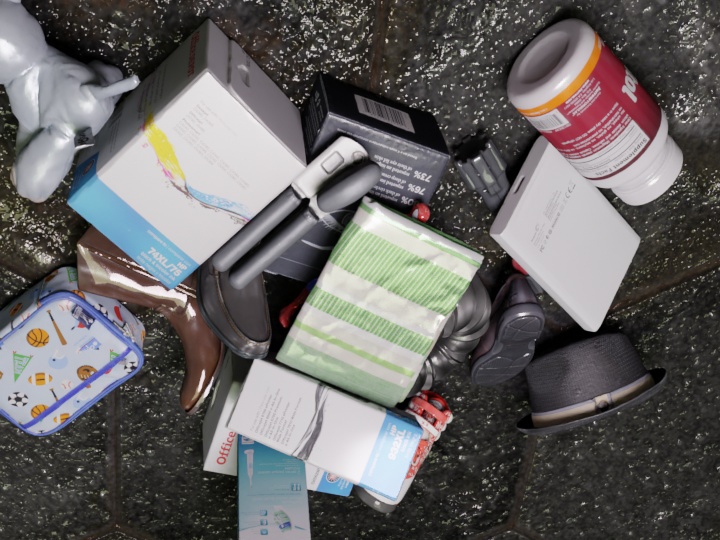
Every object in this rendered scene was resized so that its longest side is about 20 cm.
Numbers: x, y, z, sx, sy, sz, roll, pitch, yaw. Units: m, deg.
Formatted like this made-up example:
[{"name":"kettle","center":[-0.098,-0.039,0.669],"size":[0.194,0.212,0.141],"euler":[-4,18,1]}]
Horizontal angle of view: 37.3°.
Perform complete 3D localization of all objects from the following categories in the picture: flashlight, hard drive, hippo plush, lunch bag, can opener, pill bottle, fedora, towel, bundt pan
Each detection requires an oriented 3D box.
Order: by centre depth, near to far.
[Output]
[{"name":"hippo plush","center":[-0.328,-0.174,1.030],"size":[0.160,0.200,0.160],"euler":[38,89,-18]},{"name":"can opener","center":[-0.067,-0.057,1.070],"size":[0.199,0.067,0.053],"euler":[-39,107,13]},{"name":"towel","center":[0.021,0.038,1.114],"size":[0.150,0.023,0.202],"euler":[24,110,-15]},{"name":"pill bottle","center":[0.258,-0.165,1.151],"size":[0.113,0.114,0.199],"euler":[-42,119,17]},{"name":"hard drive","center":[0.239,-0.040,1.224],"size":[0.200,0.026,0.133],"euler":[41,71,-33]},{"name":"flashlight","center":[0.172,-0.067,1.231],"size":[0.067,0.068,0.201],"euler":[-5,129,46]},{"name":"bundt pan","center":[0.073,0.074,1.231],"size":[0.200,0.076,0.203],"euler":[-31,153,-18]},{"name":"lunch bag","center":[-0.353,0.099,1.252],"size":[0.198,0.076,0.161],"euler":[-34,122,14]},{"name":"fedora","center":[0.277,0.131,1.333],"size":[0.197,0.201,0.093],"euler":[-20,89,5]}]

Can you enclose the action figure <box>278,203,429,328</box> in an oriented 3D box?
[{"name":"action figure","center":[0.000,0.000,1.133],"size":[0.065,0.052,0.200],"euler":[38,107,-25]}]

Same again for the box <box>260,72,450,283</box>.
[{"name":"box","center":[-0.012,-0.086,1.166],"size":[0.146,0.105,0.202],"euler":[17,118,-18]}]

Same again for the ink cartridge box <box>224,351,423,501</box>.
[{"name":"ink cartridge box","center":[-0.038,0.166,1.179],"size":[0.197,0.145,0.085],"euler":[23,89,0]}]

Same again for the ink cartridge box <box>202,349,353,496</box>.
[{"name":"ink cartridge box","center":[-0.089,0.189,1.336],"size":[0.196,0.085,0.146],"euler":[14,119,-14]}]

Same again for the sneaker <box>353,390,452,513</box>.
[{"name":"sneaker","center":[0.056,0.213,1.316],"size":[0.067,0.201,0.109],"euler":[34,109,8]}]

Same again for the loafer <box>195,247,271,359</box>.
[{"name":"loafer","center":[-0.137,0.004,1.146],"size":[0.072,0.202,0.073],"euler":[5,135,-39]}]

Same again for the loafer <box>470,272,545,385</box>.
[{"name":"loafer","center":[0.177,0.075,1.301],"size":[0.070,0.064,0.201],"euler":[-1,150,-11]}]

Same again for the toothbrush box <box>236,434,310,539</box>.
[{"name":"toothbrush box","center":[-0.103,0.309,1.241],"size":[0.083,0.202,0.149],"euler":[0,126,-6]}]

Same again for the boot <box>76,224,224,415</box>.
[{"name":"boot","center":[-0.243,0.046,1.205],"size":[0.197,0.064,0.190],"euler":[22,76,-24]}]

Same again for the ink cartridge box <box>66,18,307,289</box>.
[{"name":"ink cartridge box","center":[-0.175,-0.121,1.097],"size":[0.199,0.148,0.146],"euler":[-39,118,17]}]
